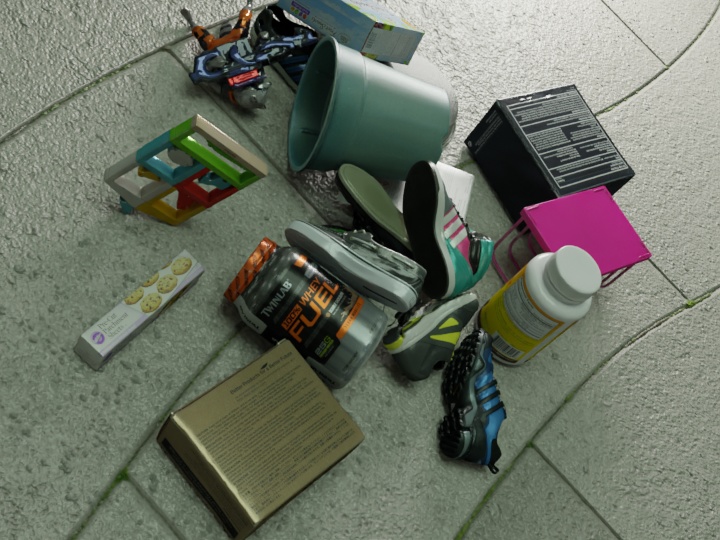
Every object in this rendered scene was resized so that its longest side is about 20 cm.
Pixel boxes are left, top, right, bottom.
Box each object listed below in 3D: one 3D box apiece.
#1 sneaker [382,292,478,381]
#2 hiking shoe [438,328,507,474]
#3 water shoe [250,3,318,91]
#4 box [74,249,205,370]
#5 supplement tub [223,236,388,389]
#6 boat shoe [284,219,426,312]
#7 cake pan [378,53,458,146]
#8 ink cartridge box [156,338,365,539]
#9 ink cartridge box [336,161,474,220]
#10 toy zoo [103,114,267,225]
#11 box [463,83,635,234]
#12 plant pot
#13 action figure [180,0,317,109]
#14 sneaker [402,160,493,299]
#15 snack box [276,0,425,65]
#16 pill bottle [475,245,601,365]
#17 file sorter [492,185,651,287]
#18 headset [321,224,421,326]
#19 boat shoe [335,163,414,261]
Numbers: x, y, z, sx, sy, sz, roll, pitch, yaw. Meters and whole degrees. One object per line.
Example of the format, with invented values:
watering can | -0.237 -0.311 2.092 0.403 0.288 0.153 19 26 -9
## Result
sneaker | 0.107 0.095 1.519 0.200 0.074 0.085 -28 99 -44
hiking shoe | 0.165 0.181 1.492 0.086 0.074 0.201 26 59 -22
water shoe | -0.089 -0.335 1.674 0.200 0.079 0.072 39 49 -2
box | -0.274 0.046 1.335 0.041 0.039 0.200 43 48 3
supplement tub | -0.073 0.053 1.394 0.200 0.123 0.123 36 48 -4
boat shoe | -0.005 -0.018 1.419 0.199 0.072 0.071 31 63 5
cake pan | 0.082 -0.291 1.773 0.199 0.037 0.201 16 53 -22
ink cartridge box | -0.120 0.204 1.296 0.200 0.075 0.165 -32 77 -39
ink cartridge box | 0.070 -0.116 1.653 0.199 0.050 0.162 19 51 -2
toy zoo | -0.237 -0.120 1.375 0.131 0.199 0.021 34 42 -42
box | 0.316 -0.188 1.784 0.199 0.123 0.199 -17 68 -35
plant pot | 0.016 -0.224 1.574 0.195 0.200 0.201 11 54 -20
action figure | -0.169 -0.332 1.614 0.199 0.105 0.195 -13 70 -9
sneaker | 0.134 -0.059 1.541 0.120 0.083 0.201 0 79 -45
snack box | -0.011 -0.399 1.688 0.168 0.068 0.200 36 21 18
pill bottle | 0.259 0.048 1.540 0.109 0.200 0.110 15 53 -21
file sorter | 0.327 -0.027 1.681 0.199 0.126 0.139 -16 68 -38
headset | 0.000 0.000 1.487 0.200 0.094 0.123 45 42 21
boat shoe | 0.022 -0.073 1.546 0.199 0.066 0.075 38 39 -30
